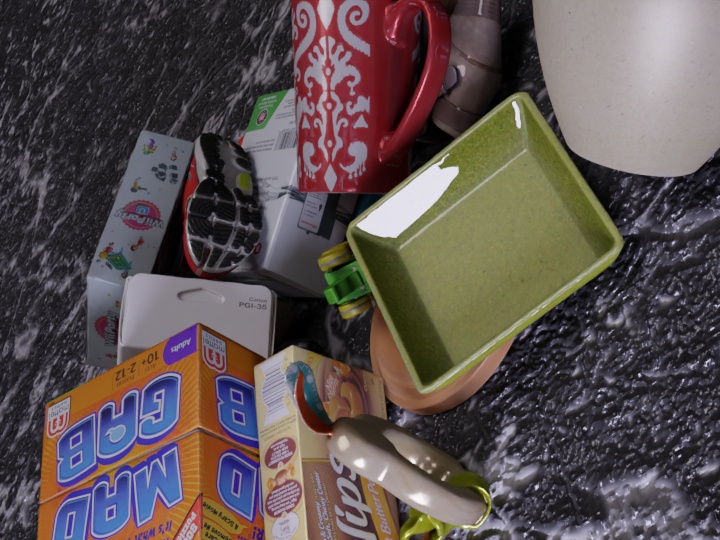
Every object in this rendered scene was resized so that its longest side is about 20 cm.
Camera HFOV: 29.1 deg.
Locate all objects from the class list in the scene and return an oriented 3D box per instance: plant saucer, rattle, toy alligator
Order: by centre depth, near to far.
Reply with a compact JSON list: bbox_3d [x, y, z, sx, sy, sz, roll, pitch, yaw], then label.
[{"bbox_3d":[-0.007,0.174,1.079,0.143,0.198,0.131,-51,34,21],"label":"rattle"},{"bbox_3d":[0.103,-0.018,1.137,0.199,0.048,0.201,-37,47,13],"label":"plant saucer"},{"bbox_3d":[0.071,0.026,1.223,0.200,0.032,0.203,-35,42,39],"label":"plant saucer"},{"bbox_3d":[0.000,0.000,1.285,0.054,0.060,0.200,-23,5,7],"label":"toy alligator"}]

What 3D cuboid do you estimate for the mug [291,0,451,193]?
[{"bbox_3d":[-0.001,-0.172,1.280,0.177,0.131,0.203,-164,75,-76],"label":"mug"}]

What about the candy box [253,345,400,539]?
[{"bbox_3d":[-0.026,0.175,1.162,0.055,0.115,0.203,-28,54,36],"label":"candy box"}]

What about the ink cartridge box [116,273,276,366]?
[{"bbox_3d":[-0.163,0.102,1.336,0.201,0.144,0.084,104,170,-51],"label":"ink cartridge box"}]

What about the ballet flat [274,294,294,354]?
[{"bbox_3d":[-0.126,0.091,1.449,0.200,0.067,0.068,-40,43,51],"label":"ballet flat"}]

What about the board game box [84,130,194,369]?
[{"bbox_3d":[-0.226,-0.018,1.418,0.148,0.063,0.202,105,178,-51],"label":"board game box"}]

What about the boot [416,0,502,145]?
[{"bbox_3d":[0.076,-0.196,1.336,0.200,0.069,0.148,-156,79,-70],"label":"boot"}]

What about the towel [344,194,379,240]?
[{"bbox_3d":[-0.012,-0.120,1.454,0.146,0.022,0.203,-12,58,53],"label":"towel"}]

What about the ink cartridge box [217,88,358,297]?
[{"bbox_3d":[-0.072,-0.078,1.414,0.146,0.082,0.203,1,70,58],"label":"ink cartridge box"}]

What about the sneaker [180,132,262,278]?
[{"bbox_3d":[-0.144,-0.050,1.370,0.201,0.076,0.085,-92,27,-52],"label":"sneaker"}]

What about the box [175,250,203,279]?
[{"bbox_3d":[-0.185,0.015,1.525,0.119,0.041,0.202,120,170,-65],"label":"box"}]

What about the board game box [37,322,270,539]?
[{"bbox_3d":[-0.143,0.204,1.221,0.199,0.199,0.202,-27,51,29],"label":"board game box"}]

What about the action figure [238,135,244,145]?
[{"bbox_3d":[-0.122,-0.098,1.578,0.065,0.051,0.201,-45,33,21],"label":"action figure"}]

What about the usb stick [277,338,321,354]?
[{"bbox_3d":[-0.076,0.163,1.352,0.055,0.032,0.203,-11,60,45],"label":"usb stick"}]

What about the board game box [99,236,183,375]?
[{"bbox_3d":[-0.256,0.090,1.553,0.200,0.041,0.202,115,172,-50],"label":"board game box"}]

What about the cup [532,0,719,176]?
[{"bbox_3d":[0.212,-0.153,1.010,0.200,0.198,0.145,-134,46,-56],"label":"cup"}]
